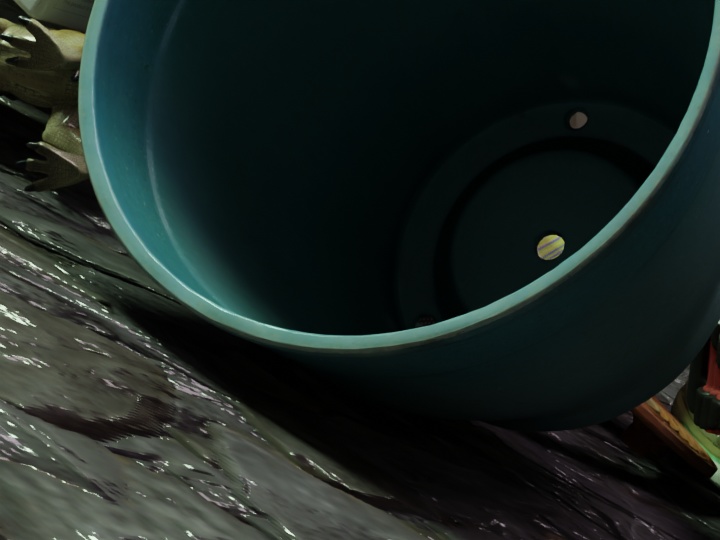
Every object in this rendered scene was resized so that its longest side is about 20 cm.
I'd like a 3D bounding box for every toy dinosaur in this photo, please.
[{"bbox_3d":[-0.101,-0.069,0.749,0.200,0.058,0.101,19,19,5],"label":"toy dinosaur"}]

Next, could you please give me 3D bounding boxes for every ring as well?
[{"bbox_3d":[0.072,0.018,0.867,0.200,0.019,0.200,44,5,-4],"label":"ring"}]

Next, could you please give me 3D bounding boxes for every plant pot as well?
[{"bbox_3d":[0.039,-0.037,0.676,0.200,0.200,0.188,32,-7,29],"label":"plant pot"}]

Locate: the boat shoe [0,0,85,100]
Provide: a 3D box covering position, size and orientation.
[{"bbox_3d":[-0.154,-0.108,0.864,0.200,0.068,0.075,27,9,-34],"label":"boat shoe"}]

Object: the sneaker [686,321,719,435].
[{"bbox_3d":[0.182,0.054,0.782,0.087,0.074,0.200,1,24,-2],"label":"sneaker"}]

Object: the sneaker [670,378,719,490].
[{"bbox_3d":[0.210,0.076,0.880,0.077,0.089,0.200,24,8,-32],"label":"sneaker"}]

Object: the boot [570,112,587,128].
[{"bbox_3d":[0.009,-0.087,0.793,0.072,0.144,0.200,28,-33,50],"label":"boot"}]

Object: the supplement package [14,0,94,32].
[{"bbox_3d":[-0.073,-0.201,0.792,0.120,0.200,0.121,44,15,21],"label":"supplement package"}]

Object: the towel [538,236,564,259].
[{"bbox_3d":[0.074,-0.067,0.927,0.200,0.023,0.144,47,42,14],"label":"towel"}]

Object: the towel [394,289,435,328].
[{"bbox_3d":[0.000,0.000,0.878,0.146,0.030,0.200,30,7,-6],"label":"towel"}]
